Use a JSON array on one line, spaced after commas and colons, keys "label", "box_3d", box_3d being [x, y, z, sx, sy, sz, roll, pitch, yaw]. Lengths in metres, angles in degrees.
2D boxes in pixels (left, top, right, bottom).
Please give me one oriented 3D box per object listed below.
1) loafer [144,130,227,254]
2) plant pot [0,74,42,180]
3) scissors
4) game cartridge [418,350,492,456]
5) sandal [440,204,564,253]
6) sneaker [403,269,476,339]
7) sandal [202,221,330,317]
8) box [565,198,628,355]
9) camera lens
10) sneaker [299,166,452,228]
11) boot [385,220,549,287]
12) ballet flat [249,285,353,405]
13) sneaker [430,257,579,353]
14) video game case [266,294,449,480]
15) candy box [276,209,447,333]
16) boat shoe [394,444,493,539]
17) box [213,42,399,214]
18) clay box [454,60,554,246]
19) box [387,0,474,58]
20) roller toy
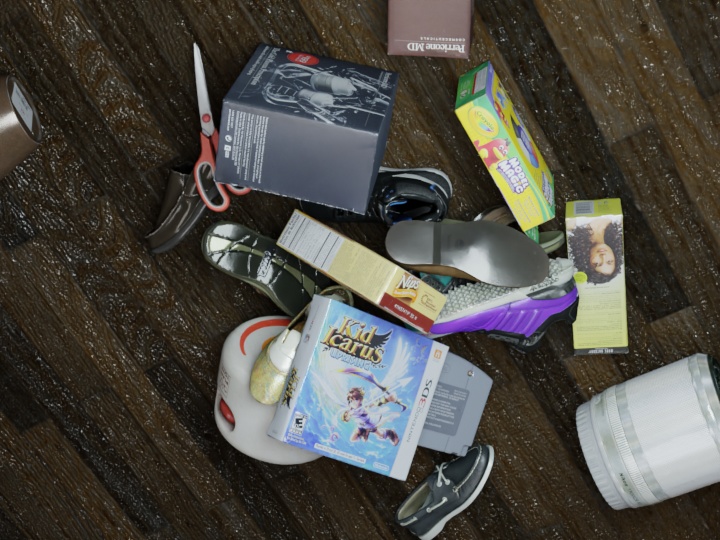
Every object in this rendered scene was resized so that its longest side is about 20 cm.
[{"label": "loafer", "box_3d": [-0.220, -0.107, 1.544, 0.071, 0.073, 0.200, 40, 108, -9]}, {"label": "plant pot", "box_3d": [-0.513, -0.168, 1.509, 0.197, 0.188, 0.189, -22, 114, 4]}, {"label": "scissors", "box_3d": [-0.195, -0.175, 1.479, 0.072, 0.014, 0.203, -22, 96, 5]}, {"label": "game cartridge", "box_3d": [0.079, 0.165, 1.598, 0.198, 0.040, 0.135, 19, 95, -27]}, {"label": "sandal", "box_3d": [0.160, -0.055, 1.501, 0.197, 0.080, 0.058, 9, 107, 5]}, {"label": "sneaker", "box_3d": [0.125, 0.008, 1.539, 0.197, 0.084, 0.121, -21, 123, 21]}, {"label": "sandal", "box_3d": [-0.122, -0.004, 1.578, 0.200, 0.057, 0.081, 34, 78, -20]}, {"label": "box", "box_3d": [0.302, 0.011, 1.525, 0.074, 0.050, 0.203, -4, 119, 12]}, {"label": "camera lens", "box_3d": [0.400, 0.210, 1.554, 0.198, 0.161, 0.161, -24, 113, 21]}, {"label": "sneaker", "box_3d": [0.013, -0.088, 1.481, 0.196, 0.112, 0.074, -4, 109, 10]}, {"label": "boot", "box_3d": [0.127, -0.018, 1.431, 0.196, 0.076, 0.075, 10, 77, 2]}, {"label": "ballet flat", "box_3d": [-0.072, 0.086, 1.510, 0.070, 0.200, 0.071, 24, 138, 24]}, {"label": "sneaker", "box_3d": [0.181, 0.062, 1.481, 0.197, 0.070, 0.101, -17, 110, 4]}, {"label": "video game case", "box_3d": [0.001, 0.149, 1.496, 0.198, 0.045, 0.184, 22, 83, -32]}, {"label": "candy box", "box_3d": [0.000, 0.000, 1.474, 0.115, 0.199, 0.056, 32, 88, -48]}, {"label": "boat shoe", "box_3d": [0.119, 0.314, 1.710, 0.060, 0.076, 0.201, 27, 119, -13]}, {"label": "box", "box_3d": [-0.059, -0.171, 1.400, 0.179, 0.201, 0.106, 13, 120, 2]}, {"label": "clay box", "box_3d": [0.181, -0.138, 1.425, 0.047, 0.115, 0.201, -26, 112, 21]}, {"label": "box", "box_3d": [0.081, -0.349, 1.351, 0.098, 0.075, 0.203, 3, 121, 7]}, {"label": "roller toy", "box_3d": [-0.103, 0.153, 1.593, 0.180, 0.200, 0.142, 19, 121, 13]}]
